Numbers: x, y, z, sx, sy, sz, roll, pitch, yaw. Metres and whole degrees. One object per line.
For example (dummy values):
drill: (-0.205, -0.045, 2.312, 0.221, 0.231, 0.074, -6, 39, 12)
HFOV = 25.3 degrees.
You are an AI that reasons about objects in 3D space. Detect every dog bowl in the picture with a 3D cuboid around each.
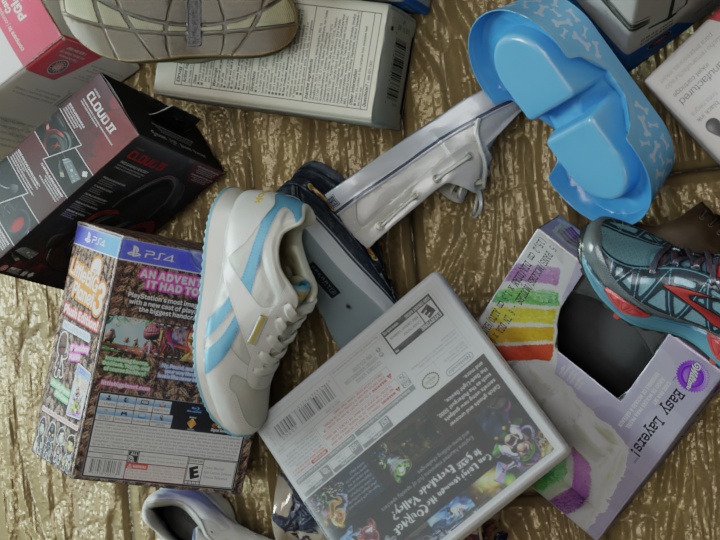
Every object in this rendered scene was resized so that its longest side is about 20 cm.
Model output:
dog bowl: (0.168, -0.129, 1.246, 0.050, 0.111, 0.200, -41, 96, -28)

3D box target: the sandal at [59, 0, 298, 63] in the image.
sandal: (-0.149, -0.208, 1.322, 0.199, 0.054, 0.081, 4, 95, 3)

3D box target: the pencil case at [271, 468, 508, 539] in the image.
pencil case: (0.021, 0.193, 1.326, 0.199, 0.089, 0.078, -3, 84, 20)

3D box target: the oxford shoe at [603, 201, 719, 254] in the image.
oxford shoe: (0.278, -0.010, 1.255, 0.199, 0.073, 0.085, 13, 91, 18)

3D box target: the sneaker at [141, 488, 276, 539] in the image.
sneaker: (-0.106, 0.249, 1.366, 0.200, 0.087, 0.075, 28, 96, 16)

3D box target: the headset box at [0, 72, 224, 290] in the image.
headset box: (-0.225, -0.077, 1.377, 0.200, 0.149, 0.075, -39, 68, 12)

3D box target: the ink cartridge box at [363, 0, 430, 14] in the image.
ink cartridge box: (-0.050, -0.273, 1.331, 0.199, 0.146, 0.085, 9, 93, 19)

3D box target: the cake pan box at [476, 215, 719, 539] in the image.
cake pan box: (0.175, 0.083, 1.266, 0.184, 0.052, 0.200, 39, 121, 13)

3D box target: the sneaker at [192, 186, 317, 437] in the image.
sneaker: (-0.081, 0.037, 1.271, 0.081, 0.076, 0.201, 7, 101, 21)

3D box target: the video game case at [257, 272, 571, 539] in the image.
video game case: (0.037, 0.132, 1.270, 0.200, 0.023, 0.182, -40, 68, 10)

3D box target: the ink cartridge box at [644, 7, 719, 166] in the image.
ink cartridge box: (0.341, -0.120, 1.231, 0.147, 0.083, 0.200, -44, 76, 11)

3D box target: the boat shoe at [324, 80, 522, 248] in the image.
boat shoe: (0.076, -0.083, 1.312, 0.202, 0.075, 0.086, -34, 94, -8)

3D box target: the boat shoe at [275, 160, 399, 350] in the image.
boat shoe: (0.000, 0.000, 1.350, 0.071, 0.091, 0.200, -26, 108, 40)

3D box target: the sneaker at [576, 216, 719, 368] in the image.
sneaker: (0.255, 0.006, 1.161, 0.200, 0.079, 0.096, 28, 140, -2)

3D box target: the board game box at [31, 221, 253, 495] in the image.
board game box: (-0.168, 0.074, 1.341, 0.097, 0.159, 0.201, 16, 94, 56)

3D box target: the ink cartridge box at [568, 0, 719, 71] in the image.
ink cartridge box: (0.232, -0.249, 1.186, 0.146, 0.200, 0.084, -36, 77, -2)

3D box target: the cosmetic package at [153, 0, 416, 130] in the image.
cosmetic package: (-0.063, -0.183, 1.363, 0.199, 0.087, 0.104, 11, 93, 17)

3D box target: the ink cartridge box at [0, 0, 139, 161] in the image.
ink cartridge box: (-0.319, -0.167, 1.415, 0.200, 0.146, 0.083, -33, 78, 14)
